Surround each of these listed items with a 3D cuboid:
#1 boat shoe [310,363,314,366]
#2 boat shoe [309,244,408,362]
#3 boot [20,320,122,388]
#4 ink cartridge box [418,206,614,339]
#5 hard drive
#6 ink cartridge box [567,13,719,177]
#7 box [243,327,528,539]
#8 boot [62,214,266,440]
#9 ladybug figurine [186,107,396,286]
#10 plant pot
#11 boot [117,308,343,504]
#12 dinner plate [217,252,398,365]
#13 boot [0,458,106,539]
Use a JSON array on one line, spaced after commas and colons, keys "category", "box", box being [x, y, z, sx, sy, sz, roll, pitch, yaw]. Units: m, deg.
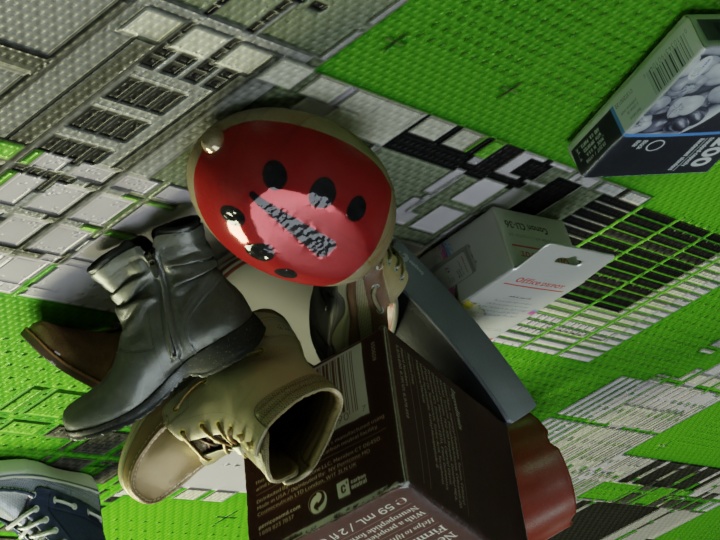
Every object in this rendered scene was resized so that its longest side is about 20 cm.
[{"category": "boat shoe", "box": [-0.103, 0.093, 1.713, 0.199, 0.067, 0.057, 24, 180, -28]}, {"category": "boat shoe", "box": [0.000, 0.000, 1.665, 0.073, 0.076, 0.201, -9, 137, -15]}, {"category": "boot", "box": [-0.217, 0.064, 1.711, 0.076, 0.074, 0.200, -53, 147, 8]}, {"category": "ink cartridge box", "box": [0.125, 0.003, 1.828, 0.199, 0.068, 0.116, -34, 154, 33]}, {"category": "hard drive", "box": [0.052, 0.085, 1.799, 0.135, 0.200, 0.042, -36, -173, 33]}, {"category": "ink cartridge box", "box": [0.307, -0.150, 1.671, 0.198, 0.044, 0.198, -7, 154, -31]}, {"category": "box", "box": [0.021, 0.188, 1.686, 0.165, 0.165, 0.200, -30, 135, 23]}, {"category": "boot", "box": [-0.186, 0.043, 1.609, 0.199, 0.131, 0.068, -31, -165, 12]}, {"category": "ladybug figurine", "box": [-0.049, -0.049, 1.504, 0.199, 0.072, 0.136, 30, 116, -38]}, {"category": "plant pot", "box": [0.134, 0.266, 2.288, 0.194, 0.202, 0.201, -22, 159, -18]}, {"category": "boot", "box": [-0.108, 0.140, 1.614, 0.200, 0.155, 0.073, -45, 124, 0]}, {"category": "dinner plate", "box": [-0.065, 0.040, 1.742, 0.198, 0.024, 0.201, -7, 132, -8]}, {"category": "boot", "box": [-0.325, 0.249, 1.973, 0.072, 0.091, 0.199, -31, 155, 26]}]
